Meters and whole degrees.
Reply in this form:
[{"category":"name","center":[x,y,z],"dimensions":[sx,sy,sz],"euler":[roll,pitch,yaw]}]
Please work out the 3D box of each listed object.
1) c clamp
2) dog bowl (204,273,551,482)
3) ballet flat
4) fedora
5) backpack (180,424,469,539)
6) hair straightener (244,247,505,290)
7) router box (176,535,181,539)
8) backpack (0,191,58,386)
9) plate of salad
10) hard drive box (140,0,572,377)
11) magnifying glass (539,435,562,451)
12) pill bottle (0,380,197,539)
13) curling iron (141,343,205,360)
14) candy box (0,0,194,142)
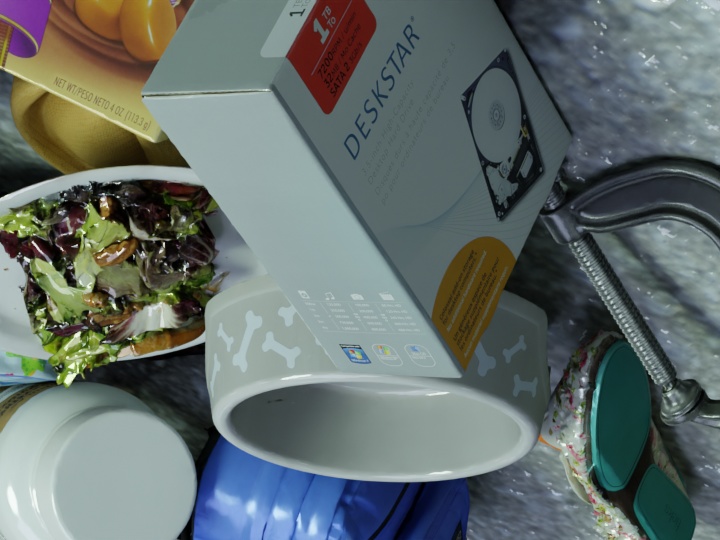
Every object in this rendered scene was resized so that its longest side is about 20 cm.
[{"category":"c clamp","center":[0.155,0.013,1.230],"dimensions":[0.171,0.027,0.200],"euler":[-23,112,41]},{"category":"dog bowl","center":[0.009,0.061,1.282],"dimensions":[0.200,0.059,0.200],"euler":[3,157,1]},{"category":"ballet flat","center":[0.138,0.104,1.359],"dimensions":[0.064,0.076,0.200],"euler":[15,146,34]},{"category":"fedora","center":[-0.125,-0.097,1.241],"dimensions":[0.200,0.082,0.201],"euler":[19,149,12]},{"category":"backpack","center":[-0.019,0.150,1.470],"dimensions":[0.168,0.163,0.200],"euler":[13,135,13]},{"category":"hair straightener","center":[0.000,0.000,1.308],"dimensions":[0.200,0.041,0.077],"euler":[25,152,-3]},{"category":"router box","center":[-0.143,0.192,1.637],"dimensions":[0.149,0.051,0.200],"euler":[12,179,23]},{"category":"backpack","center":[-0.253,0.012,1.460],"dimensions":[0.200,0.154,0.163],"euler":[-22,154,34]},{"category":"plate of salad","center":[-0.127,0.008,1.261],"dimensions":[0.200,0.048,0.200],"euler":[-7,150,-4]},{"category":"hard drive box","center":[0.004,-0.071,1.111],"dimensions":[0.077,0.156,0.200],"euler":[1,142,36]},{"category":"magnifying glass","center":[0.040,0.055,1.400],"dimensions":[0.200,0.022,0.080],"euler":[28,151,-5]},{"category":"pill bottle","center":[-0.175,0.123,1.441],"dimensions":[0.114,0.114,0.200],"euler":[39,165,-19]},{"category":"curling iron","center":[-0.140,0.040,1.518],"dimensions":[0.200,0.026,0.050],"euler":[-2,146,38]},{"category":"candy box","center":[-0.159,-0.156,1.142],"dimensions":[0.200,0.117,0.056],"euler":[26,-172,1]}]
